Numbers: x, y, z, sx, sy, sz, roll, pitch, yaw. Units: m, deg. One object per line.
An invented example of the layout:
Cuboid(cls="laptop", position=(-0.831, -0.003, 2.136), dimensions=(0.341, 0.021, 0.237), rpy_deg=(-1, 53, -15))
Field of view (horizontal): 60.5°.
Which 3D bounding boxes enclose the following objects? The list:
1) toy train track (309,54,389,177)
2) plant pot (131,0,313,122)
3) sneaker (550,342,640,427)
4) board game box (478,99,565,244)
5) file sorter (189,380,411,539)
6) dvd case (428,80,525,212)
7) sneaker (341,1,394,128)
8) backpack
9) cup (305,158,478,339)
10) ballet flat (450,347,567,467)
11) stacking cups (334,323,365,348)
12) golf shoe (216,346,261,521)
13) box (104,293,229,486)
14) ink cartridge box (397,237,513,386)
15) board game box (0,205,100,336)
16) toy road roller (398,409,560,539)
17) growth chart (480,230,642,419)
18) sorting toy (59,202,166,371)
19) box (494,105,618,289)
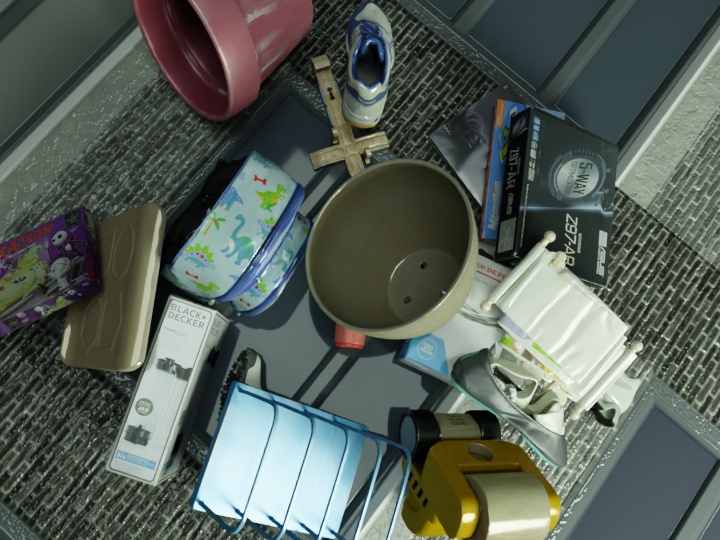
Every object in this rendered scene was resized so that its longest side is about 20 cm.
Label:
Cuboid(cls="toy train track", position=(-0.028, -0.212, 0.862), dimensions=(0.112, 0.033, 0.204), rpy_deg=(-18, 80, -7))
Cuboid(cls="plant pot", position=(-0.165, -0.327, 0.804), dimensions=(0.178, 0.200, 0.200), rpy_deg=(-40, 84, -26))
Cuboid(cls="sneaker", position=(0.284, 0.100, 0.808), dimensions=(0.088, 0.074, 0.200), rpy_deg=(-43, 95, -11))
Cuboid(cls="board game box", position=(0.225, -0.131, 0.855), dimensions=(0.101, 0.019, 0.205), rpy_deg=(10, 78, -4))
Cuboid(cls="file sorter", position=(-0.059, 0.229, 0.687), dimensions=(0.198, 0.122, 0.141), rpy_deg=(27, 76, -32))
Cuboid(cls="dvd case", position=(0.211, -0.151, 0.876), dimensions=(0.147, 0.016, 0.202), rpy_deg=(-35, 84, -10))
Cuboid(cls="sneaker", position=(0.018, -0.298, 0.842), dimensions=(0.073, 0.088, 0.204), rpy_deg=(5, 67, -9))
Cuboid(cls="backpack", position=(-0.141, -0.042, 0.736), dimensions=(0.146, 0.199, 0.185), rpy_deg=(35, 76, -16))
Cuboid(cls="cup", position=(0.054, -0.005, 0.719), dimensions=(0.196, 0.143, 0.205), rpy_deg=(-11, 64, 22))
Cuboid(cls="ballet flat", position=(0.195, 0.159, 0.729), dimensions=(0.199, 0.073, 0.074), rpy_deg=(40, 78, -14))
Cuboid(cls="stacking cups", position=(0.000, 0.000, 0.815), dimensions=(0.059, 0.061, 0.205), rpy_deg=(5, 83, -3))
Cuboid(cls="golf shoe", position=(-0.130, 0.201, 0.764), dimensions=(0.093, 0.077, 0.205), rpy_deg=(9, 77, -23))
Cuboid(cls="box", position=(-0.223, 0.140, 0.738), dimensions=(0.059, 0.117, 0.204), rpy_deg=(17, 77, 0))
Cuboid(cls="ink cartridge box", position=(0.139, 0.044, 0.807), dimensions=(0.114, 0.067, 0.203), rpy_deg=(23, 78, 1))
Cuboid(cls="board game box", position=(-0.415, 0.011, 0.754), dimensions=(0.197, 0.032, 0.121), rpy_deg=(-25, 53, 2))
Cuboid(cls="toy road roller", position=(0.118, 0.260, 0.707), dimensions=(0.120, 0.200, 0.149), rpy_deg=(5, 109, -21))
Cuboid(cls="growth chart", position=(0.241, 0.074, 0.750), dimensions=(0.144, 0.018, 0.200), rpy_deg=(-42, 93, 12))
Cuboid(cls="sorting toy", position=(-0.296, 0.024, 0.744), dimensions=(0.036, 0.197, 0.190), rpy_deg=(16, 75, -44))
Cuboid(cls="box", position=(0.261, -0.091, 0.814), dimensions=(0.157, 0.043, 0.205), rpy_deg=(16, 76, -23))
